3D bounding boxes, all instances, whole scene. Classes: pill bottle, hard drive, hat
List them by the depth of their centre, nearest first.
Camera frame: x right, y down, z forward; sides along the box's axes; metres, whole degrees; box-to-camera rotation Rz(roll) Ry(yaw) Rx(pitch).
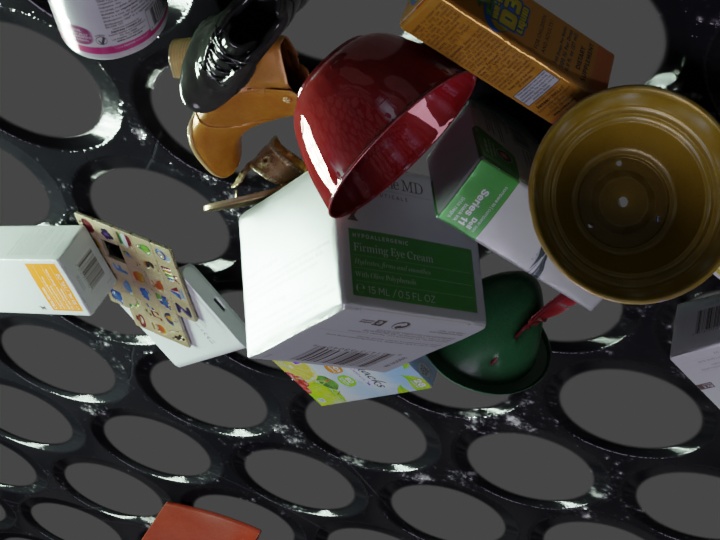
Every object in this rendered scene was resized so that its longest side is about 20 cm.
[{"bbox_3d":[-0.257,-0.308,1.396,0.112,0.114,0.201,10,146,14],"label":"pill bottle"},{"bbox_3d":[0.178,0.021,1.664,0.166,0.199,0.177,49,138,23],"label":"hat"},{"bbox_3d":[-0.235,0.063,1.959,0.132,0.027,0.199,50,148,-14],"label":"hard drive"}]

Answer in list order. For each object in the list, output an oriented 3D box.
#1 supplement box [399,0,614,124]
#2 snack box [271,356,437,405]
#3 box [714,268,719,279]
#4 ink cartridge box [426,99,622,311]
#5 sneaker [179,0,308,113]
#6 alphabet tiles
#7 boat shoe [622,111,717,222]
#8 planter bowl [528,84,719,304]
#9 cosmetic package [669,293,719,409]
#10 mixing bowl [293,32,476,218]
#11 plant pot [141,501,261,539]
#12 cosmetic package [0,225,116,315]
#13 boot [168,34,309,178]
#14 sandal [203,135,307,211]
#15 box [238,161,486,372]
[{"bbox_3d":[0.139,-0.215,1.376,0.199,0.067,0.069,28,146,-15],"label":"supplement box"},{"bbox_3d":[-0.021,0.095,1.914,0.199,0.068,0.169,-15,133,40],"label":"snack box"},{"bbox_3d":[0.423,-0.053,1.484,0.082,0.049,0.200,32,145,-21],"label":"box"},{"bbox_3d":[0.173,-0.066,1.490,0.199,0.147,0.083,30,114,-17],"label":"ink cartridge box"},{"bbox_3d":[-0.125,-0.223,1.433,0.076,0.091,0.200,35,126,-8],"label":"sneaker"},{"bbox_3d":[-0.284,0.018,1.924,0.166,0.008,0.201,20,144,30],"label":"alphabet tiles"},{"bbox_3d":[0.321,-0.081,1.473,0.090,0.071,0.201,7,144,25],"label":"boat shoe"},{"bbox_3d":[0.252,-0.067,1.379,0.199,0.202,0.083,18,177,1],"label":"planter bowl"},{"bbox_3d":[0.455,0.111,1.682,0.112,0.082,0.200,-19,131,42],"label":"cosmetic package"},{"bbox_3d":[0.008,-0.159,1.442,0.108,0.200,0.200,47,148,10],"label":"mixing bowl"},{"bbox_3d":[-0.310,0.527,2.602,0.175,0.201,0.200,31,148,5],"label":"plant pot"},{"bbox_3d":[-0.436,-0.001,1.956,0.199,0.071,0.102,0,132,33],"label":"cosmetic package"},{"bbox_3d":[-0.114,-0.170,1.567,0.143,0.071,0.202,6,141,20],"label":"boot"},{"bbox_3d":[-0.079,-0.119,1.644,0.210,0.070,0.078,-10,180,14],"label":"sandal"},{"bbox_3d":[0.000,0.000,1.611,0.198,0.173,0.200,9,156,-35],"label":"box"}]
